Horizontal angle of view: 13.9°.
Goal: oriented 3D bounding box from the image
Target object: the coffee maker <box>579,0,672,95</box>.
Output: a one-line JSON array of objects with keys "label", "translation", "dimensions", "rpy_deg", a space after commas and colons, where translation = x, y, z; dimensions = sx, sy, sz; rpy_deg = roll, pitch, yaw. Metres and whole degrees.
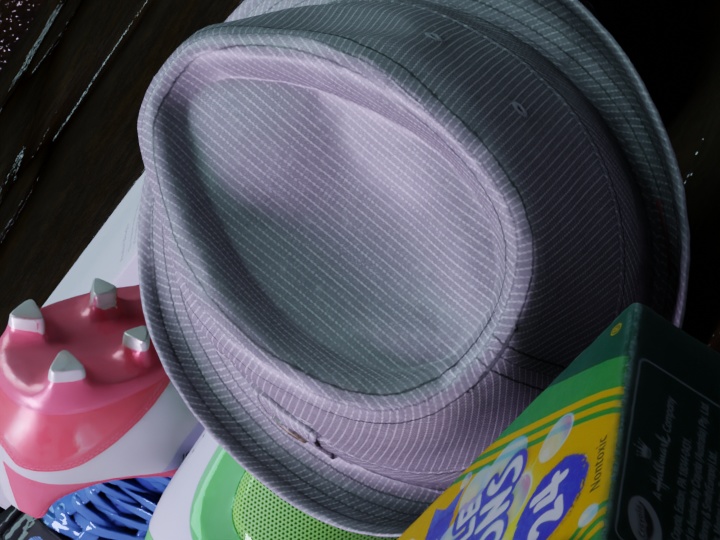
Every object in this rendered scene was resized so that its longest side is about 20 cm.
[{"label": "coffee maker", "translation": [0.067, -0.146, 1.059], "dimensions": [0.192, 0.134, 0.201], "rpy_deg": [-37, 26, 45]}]

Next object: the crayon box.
[{"label": "crayon box", "translation": [0.027, 0.117, 0.791], "dimensions": [0.200, 0.051, 0.126], "rpy_deg": [-49, 15, 35]}]

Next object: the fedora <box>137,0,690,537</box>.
[{"label": "fedora", "translation": [-0.002, -0.017, 0.875], "dimensions": [0.177, 0.200, 0.090], "rpy_deg": [-47, -24, 11]}]

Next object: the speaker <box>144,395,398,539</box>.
[{"label": "speaker", "translation": [0.011, 0.036, 0.959], "dimensions": [0.201, 0.088, 0.088], "rpy_deg": [-56, 13, 8]}]

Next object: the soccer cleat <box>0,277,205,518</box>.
[{"label": "soccer cleat", "translation": [-0.037, 0.029, 1.026], "dimensions": [0.067, 0.199, 0.077], "rpy_deg": [52, 145, 38]}]

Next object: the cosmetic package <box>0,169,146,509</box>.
[{"label": "cosmetic package", "translation": [-0.101, 0.026, 1.411], "dimensions": [0.200, 0.081, 0.113], "rpy_deg": [-51, 14, 30]}]

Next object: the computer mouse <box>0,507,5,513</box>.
[{"label": "computer mouse", "translation": [-0.159, 0.100, 1.547], "dimensions": [0.140, 0.046, 0.200], "rpy_deg": [-45, 13, 29]}]

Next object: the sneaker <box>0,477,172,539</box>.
[{"label": "sneaker", "translation": [-0.096, 0.099, 1.217], "dimensions": [0.111, 0.077, 0.200], "rpy_deg": [-54, 8, -10]}]
